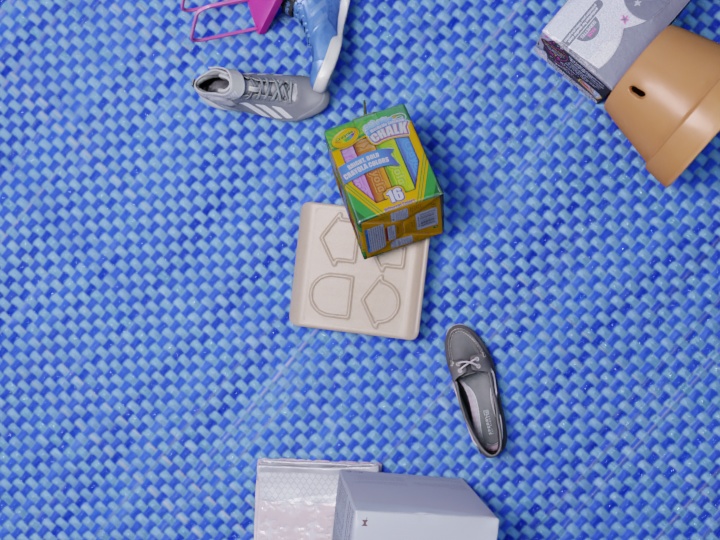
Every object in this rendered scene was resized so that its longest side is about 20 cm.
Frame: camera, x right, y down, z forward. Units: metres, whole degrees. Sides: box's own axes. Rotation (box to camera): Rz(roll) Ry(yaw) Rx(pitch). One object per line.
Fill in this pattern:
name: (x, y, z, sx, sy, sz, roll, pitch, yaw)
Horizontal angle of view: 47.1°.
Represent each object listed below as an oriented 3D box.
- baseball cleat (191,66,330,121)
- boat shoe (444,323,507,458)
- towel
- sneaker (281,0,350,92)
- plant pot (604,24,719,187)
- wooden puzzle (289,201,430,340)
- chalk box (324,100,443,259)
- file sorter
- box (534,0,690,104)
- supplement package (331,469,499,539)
baseball cleat: (-0.147, -0.258, 1.209, 0.199, 0.106, 0.070, 1, 92, 6)
boat shoe: (0.172, 0.176, 1.207, 0.067, 0.057, 0.201, -16, 89, 6)
towel: (-0.063, 0.382, 1.249, 0.199, 0.032, 0.192, 0, 91, 7)
sneaker: (-0.077, -0.361, 1.201, 0.111, 0.077, 0.201, 13, 82, -7)
plant pot: (0.426, -0.233, 1.109, 0.140, 0.200, 0.200, 42, 95, 10)
wooden puzzle: (0.000, 0.000, 1.232, 0.199, 0.046, 0.186, 7, 91, 10)
chalk box: (0.026, -0.142, 1.163, 0.124, 0.125, 0.200, -20, 66, -3)
file sorter: (-0.208, -0.448, 1.177, 0.125, 0.139, 0.201, -17, 89, -19)
box: (0.358, -0.358, 1.151, 0.132, 0.115, 0.200, 41, 94, 4)
supplement package: (0.066, 0.374, 1.131, 0.191, 0.200, 0.148, 5, 91, -7)
